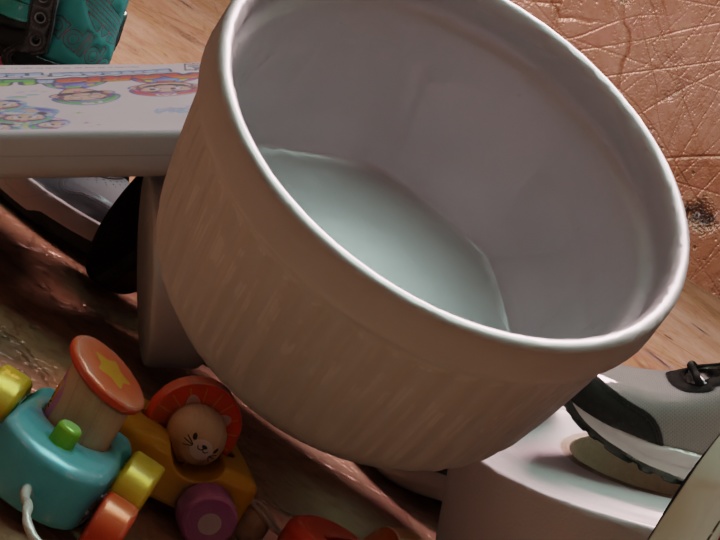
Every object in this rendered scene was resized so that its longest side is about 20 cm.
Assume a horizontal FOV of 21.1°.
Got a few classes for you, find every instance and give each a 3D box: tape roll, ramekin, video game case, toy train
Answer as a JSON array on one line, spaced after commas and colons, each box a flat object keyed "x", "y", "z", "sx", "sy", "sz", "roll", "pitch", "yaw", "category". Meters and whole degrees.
[{"x": 0.133, "y": 0.119, "z": 0.844, "sx": 0.201, "sy": 0.071, "sz": 0.202, "roll": 10, "pitch": 10, "yaw": -2, "category": "tape roll"}, {"x": 0.016, "y": -0.017, "z": 0.746, "sx": 0.199, "sy": 0.105, "sz": 0.201, "roll": 19, "pitch": 42, "yaw": -18, "category": "ramekin"}, {"x": -0.155, "y": -0.071, "z": 0.892, "sx": 0.199, "sy": 0.024, "sz": 0.182, "roll": -1, "pitch": 15, "yaw": -6, "category": "video game case"}, {"x": -0.051, "y": 0.081, "z": 0.686, "sx": 0.150, "sy": 0.056, "sz": 0.200, "roll": 40, "pitch": 12, "yaw": 37, "category": "toy train"}]

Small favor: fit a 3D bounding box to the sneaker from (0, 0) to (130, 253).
[{"x": -0.150, "y": -0.095, "z": 1.025, "sx": 0.200, "sy": 0.121, "sz": 0.084, "roll": 39, "pitch": 12, "yaw": 20, "category": "sneaker"}]

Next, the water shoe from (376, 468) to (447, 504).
[{"x": 0.092, "y": 0.112, "z": 0.986, "sx": 0.199, "sy": 0.079, "sz": 0.072, "roll": 9, "pitch": 46, "yaw": -9, "category": "water shoe"}]

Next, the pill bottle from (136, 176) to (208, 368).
[{"x": 0.000, "y": 0.000, "z": 0.890, "sx": 0.199, "sy": 0.120, "sz": 0.120, "roll": 1, "pitch": 18, "yaw": -12, "category": "pill bottle"}]

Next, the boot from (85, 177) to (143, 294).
[{"x": -0.022, "y": 0.007, "z": 1.002, "sx": 0.068, "sy": 0.188, "sz": 0.200, "roll": 27, "pitch": -27, "yaw": 56, "category": "boot"}]

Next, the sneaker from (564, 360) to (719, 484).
[{"x": 0.181, "y": 0.056, "z": 0.812, "sx": 0.199, "sy": 0.080, "sz": 0.074, "roll": 9, "pitch": 12, "yaw": 2, "category": "sneaker"}]

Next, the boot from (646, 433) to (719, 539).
[{"x": 0.161, "y": 0.138, "z": 0.687, "sx": 0.144, "sy": 0.200, "sz": 0.072, "roll": 30, "pitch": -18, "yaw": 12, "category": "boot"}]
